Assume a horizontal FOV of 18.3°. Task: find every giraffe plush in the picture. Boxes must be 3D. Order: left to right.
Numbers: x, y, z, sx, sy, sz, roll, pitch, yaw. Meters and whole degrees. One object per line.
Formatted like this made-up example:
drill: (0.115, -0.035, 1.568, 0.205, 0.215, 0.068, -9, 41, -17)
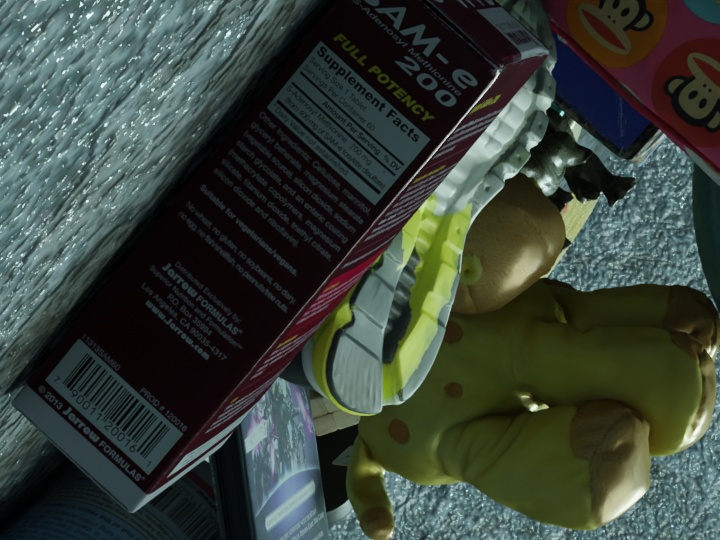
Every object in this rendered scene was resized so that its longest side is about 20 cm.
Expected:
giraffe plush: (0.052, 0.012, 1.026, 0.199, 0.163, 0.173, -11, -155, 20)

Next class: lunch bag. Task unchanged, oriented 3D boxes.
lunch bag: (0.181, -0.127, 0.913, 0.176, 0.200, 0.082, -50, 167, 19)

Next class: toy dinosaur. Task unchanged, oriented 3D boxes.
toy dinosaur: (0.081, -0.065, 1.162, 0.077, 0.102, 0.200, -40, -168, 15)

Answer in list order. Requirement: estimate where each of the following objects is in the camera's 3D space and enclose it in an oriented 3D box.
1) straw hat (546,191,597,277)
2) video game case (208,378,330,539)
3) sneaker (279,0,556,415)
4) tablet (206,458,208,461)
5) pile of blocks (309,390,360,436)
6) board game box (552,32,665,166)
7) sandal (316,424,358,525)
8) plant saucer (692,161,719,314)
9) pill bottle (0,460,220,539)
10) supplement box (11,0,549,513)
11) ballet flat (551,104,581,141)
straw hat: (0.066, -0.013, 1.422, 0.201, 0.085, 0.201, -50, 170, -12)
video game case: (-0.037, 0.098, 0.959, 0.019, 0.201, 0.143, -9, -178, 10)
sneaker: (0.008, -0.042, 0.895, 0.074, 0.084, 0.201, 44, 66, -43)
tablet: (-0.114, 0.140, 1.186, 0.130, 0.014, 0.200, -50, 176, -2)
pile of blocks: (0.000, 0.000, 1.173, 0.200, 0.082, 0.062, -63, 143, -47)
board game box: (0.153, -0.144, 1.133, 0.160, 0.097, 0.200, -49, 174, 8)
sandal: (-0.007, 0.052, 1.204, 0.200, 0.075, 0.045, -71, 160, -47)
plant saucer: (0.205, -0.036, 1.000, 0.039, 0.202, 0.201, 1, 143, -34)
pill bottle: (-0.131, 0.162, 0.932, 0.200, 0.109, 0.109, -42, 171, -49)
supplement box: (-0.025, -0.017, 0.781, 0.200, 0.061, 0.109, -49, 175, 15)
ballet flat: (0.071, -0.045, 1.307, 0.200, 0.070, 0.069, -44, 176, 13)
